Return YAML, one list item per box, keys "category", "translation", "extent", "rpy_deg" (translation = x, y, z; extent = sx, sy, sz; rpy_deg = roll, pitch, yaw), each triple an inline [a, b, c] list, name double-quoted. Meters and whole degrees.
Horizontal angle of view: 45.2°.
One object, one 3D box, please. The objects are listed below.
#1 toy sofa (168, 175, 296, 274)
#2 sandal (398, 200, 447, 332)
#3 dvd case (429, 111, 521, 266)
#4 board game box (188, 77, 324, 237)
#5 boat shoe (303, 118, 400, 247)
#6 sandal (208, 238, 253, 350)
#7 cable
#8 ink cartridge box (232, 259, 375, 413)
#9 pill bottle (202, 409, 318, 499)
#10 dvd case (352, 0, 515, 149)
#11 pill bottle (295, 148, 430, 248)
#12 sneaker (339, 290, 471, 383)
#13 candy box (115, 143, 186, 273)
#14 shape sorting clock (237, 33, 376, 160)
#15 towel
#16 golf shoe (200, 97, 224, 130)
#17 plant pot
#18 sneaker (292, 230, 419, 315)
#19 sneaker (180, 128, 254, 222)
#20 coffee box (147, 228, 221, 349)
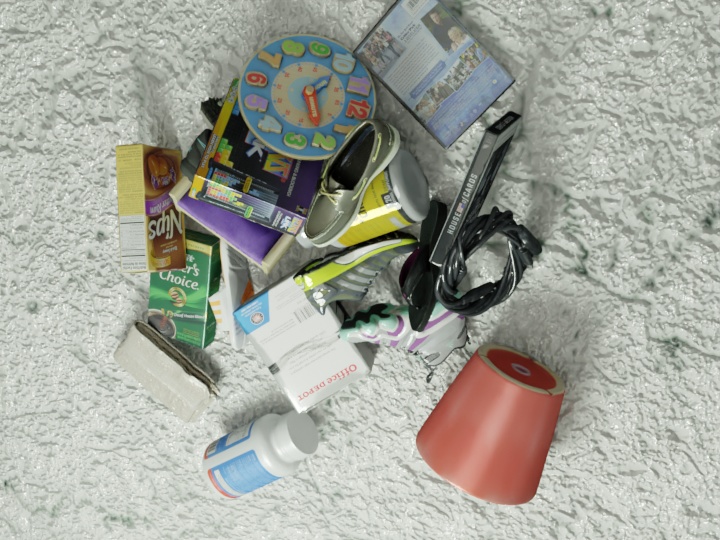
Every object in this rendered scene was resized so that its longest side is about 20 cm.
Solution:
- category: "toy sofa"
  translation: [-0.199, -0.090, 1.366]
  extent: [0.200, 0.098, 0.083]
  rpy_deg: [36, 74, 7]
- category: "sandal"
  translation: [0.085, -0.008, 1.272]
  extent: [0.048, 0.201, 0.075]
  rpy_deg: [13, 163, -17]
- category: "dvd case"
  translation: [0.160, -0.115, 1.201]
  extent: [0.025, 0.150, 0.201]
  rpy_deg: [26, 117, 11]
- category: "board game box"
  translation: [-0.138, -0.165, 1.246]
  extent: [0.165, 0.201, 0.057]
  rpy_deg: [19, 145, -10]
- category: "boat shoe"
  translation: [-0.024, -0.124, 1.209]
  extent: [0.072, 0.060, 0.202]
  rpy_deg: [41, 103, 27]
- category: "sandal"
  translation: [-0.223, 0.029, 1.456]
  extent: [0.059, 0.079, 0.208]
  rpy_deg: [-1, 101, 23]
- category: "cable"
  translation: [0.169, -0.010, 1.216]
  extent: [0.163, 0.200, 0.051]
  rpy_deg: [-44, 57, 11]
- category: "ink cartridge box"
  translation: [-0.089, 0.107, 1.405]
  extent: [0.144, 0.084, 0.200]
  rpy_deg: [-31, 96, 12]
- category: "pill bottle"
  translation: [-0.173, 0.320, 1.521]
  extent: [0.200, 0.112, 0.112]
  rpy_deg: [-29, 97, 29]
- category: "dvd case"
  translation: [0.102, -0.291, 1.233]
  extent: [0.200, 0.018, 0.143]
  rpy_deg: [46, 119, -1]
- category: "pill bottle"
  translation: [-0.005, -0.099, 1.295]
  extent: [0.199, 0.112, 0.112]
  rpy_deg: [-19, 102, 26]
- category: "sneaker"
  translation: [0.076, 0.116, 1.345]
  extent: [0.199, 0.078, 0.140]
  rpy_deg: [-15, 110, 5]
- category: "candy box"
  translation: [-0.335, -0.098, 1.393]
  extent: [0.056, 0.117, 0.201]
  rpy_deg: [-1, 92, 20]
- category: "shape sorting clock"
  translation: [-0.075, -0.252, 1.239]
  extent: [0.200, 0.200, 0.039]
  rpy_deg: [42, 159, 2]
- category: "towel"
  translation: [-0.353, 0.187, 1.562]
  extent: [0.200, 0.034, 0.133]
  rpy_deg: [41, 133, -3]
- category: "golf shoe"
  translation: [-0.185, -0.185, 1.358]
  extent: [0.200, 0.077, 0.088]
  rpy_deg: [45, 131, 5]
- category: "plant pot"
  translation: [0.207, 0.221, 1.302]
  extent: [0.200, 0.200, 0.178]
  rpy_deg: [25, 107, 11]
- category: "sneaker"
  translation: [0.000, 0.000, 1.329]
  extent: [0.199, 0.074, 0.081]
  rpy_deg: [-23, 106, 1]
- category: "sneaker"
  translation: [-0.177, -0.134, 1.285]
  extent: [0.200, 0.075, 0.079]
  rpy_deg: [32, 107, 8]
- category: "coffee box"
  translation: [-0.306, 0.026, 1.500]
  extent: [0.123, 0.044, 0.201]
  rpy_deg: [18, 115, 16]
